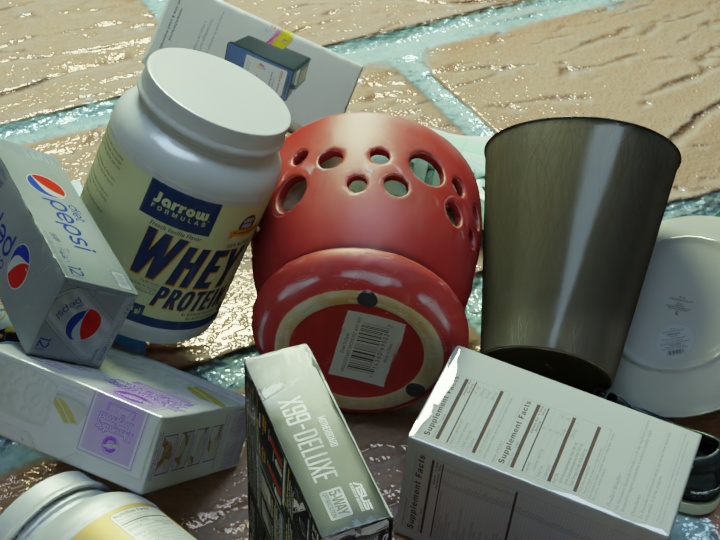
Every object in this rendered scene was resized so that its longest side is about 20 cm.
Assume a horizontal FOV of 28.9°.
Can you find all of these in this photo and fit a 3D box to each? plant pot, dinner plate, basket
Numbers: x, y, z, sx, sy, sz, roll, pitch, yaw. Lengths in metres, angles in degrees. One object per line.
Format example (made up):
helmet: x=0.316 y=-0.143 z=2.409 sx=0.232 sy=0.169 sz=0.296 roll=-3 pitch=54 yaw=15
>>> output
plant pot: x=0.000 y=0.000 z=1.161 sx=0.197 sy=0.202 sz=0.184 roll=8 pitch=44 yaw=1
dinner plate: x=0.273 y=0.032 z=1.194 sx=0.197 sy=0.024 sz=0.203 roll=-14 pitch=53 yaw=19
basket: x=0.170 y=-0.008 z=1.181 sx=0.178 sy=0.136 sz=0.203 roll=-2 pitch=64 yaw=34

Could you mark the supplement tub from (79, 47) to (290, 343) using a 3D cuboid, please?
supplement tub: x=-0.149 y=-0.060 z=1.123 sx=0.143 sy=0.202 sz=0.146 roll=21 pitch=28 yaw=-12

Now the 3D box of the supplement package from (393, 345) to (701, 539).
supplement package: x=0.138 y=0.160 z=1.054 sx=0.197 sy=0.115 sz=0.110 roll=20 pitch=42 yaw=14

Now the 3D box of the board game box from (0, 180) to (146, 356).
board game box: x=-0.306 y=0.018 z=1.199 sx=0.193 sy=0.056 sz=0.201 roll=-12 pitch=44 yaw=-23

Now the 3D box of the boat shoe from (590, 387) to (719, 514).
boat shoe: x=0.203 y=0.131 z=1.137 sx=0.197 sy=0.067 sz=0.075 roll=24 pitch=43 yaw=19

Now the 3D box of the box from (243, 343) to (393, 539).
box: x=-0.033 y=0.178 z=0.939 sx=0.049 sy=0.202 sz=0.158 roll=-12 pitch=42 yaw=-17

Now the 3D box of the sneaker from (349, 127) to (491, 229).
sneaker: x=0.086 y=-0.083 z=1.364 sx=0.197 sy=0.075 sz=0.119 roll=-3 pitch=34 yaw=-17

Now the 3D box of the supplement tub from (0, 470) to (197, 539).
supplement tub: x=-0.144 y=0.235 z=0.896 sx=0.199 sy=0.146 sz=0.144 roll=31 pitch=45 yaw=27

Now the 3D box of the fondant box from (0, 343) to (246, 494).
fondant box: x=-0.177 y=0.103 z=1.033 sx=0.142 sy=0.059 sz=0.200 roll=20 pitch=4 yaw=14

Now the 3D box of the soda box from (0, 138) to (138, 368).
soda box: x=-0.237 y=-0.017 z=1.041 sx=0.063 sy=0.069 sz=0.200 roll=15 pitch=24 yaw=-40

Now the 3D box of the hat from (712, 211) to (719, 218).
hat: x=0.339 y=-0.049 z=1.250 sx=0.198 sy=0.179 sz=0.165 roll=-10 pitch=19 yaw=-36

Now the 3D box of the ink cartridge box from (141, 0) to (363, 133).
ink cartridge box: x=-0.107 y=-0.199 z=1.382 sx=0.198 sy=0.089 sz=0.145 roll=25 pitch=2 yaw=-8
